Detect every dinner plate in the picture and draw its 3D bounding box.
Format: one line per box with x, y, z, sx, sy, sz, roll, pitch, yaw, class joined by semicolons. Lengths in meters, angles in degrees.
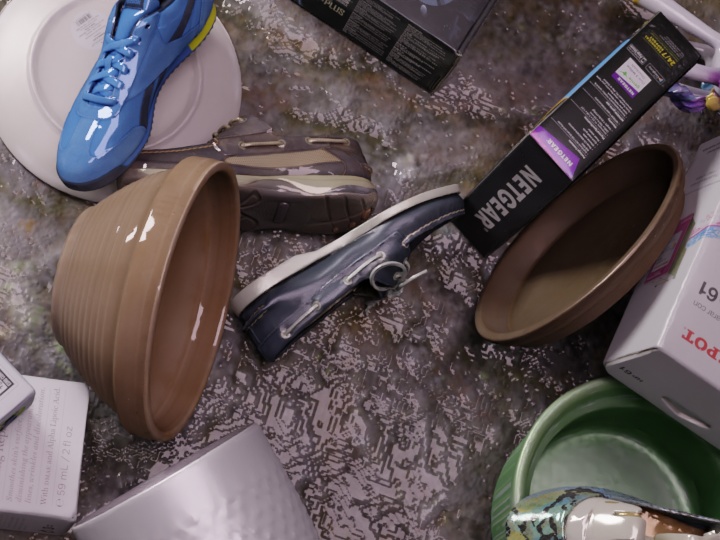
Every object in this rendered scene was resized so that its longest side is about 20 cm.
-0.187;-0.149;1.501;0.199;0.024;0.201;5;71;-13;dinner plate

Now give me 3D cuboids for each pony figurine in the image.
0.303;-0.145;1.558;0.199;0.167;0.193;18;36;-2;pony figurine

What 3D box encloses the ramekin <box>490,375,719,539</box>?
0.193;0.184;1.458;0.199;0.098;0.201;4;72;-14;ramekin

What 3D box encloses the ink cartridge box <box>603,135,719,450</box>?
0.284;0.018;1.425;0.144;0.085;0.200;32;69;-14;ink cartridge box

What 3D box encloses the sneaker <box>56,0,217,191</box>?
-0.174;-0.153;1.442;0.066;0.079;0.200;17;65;24;sneaker

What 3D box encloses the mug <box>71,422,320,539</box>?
-0.114;0.228;1.352;0.200;0.148;0.176;-30;90;9;mug

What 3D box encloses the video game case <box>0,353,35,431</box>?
-0.350;0.072;1.303;0.200;0.045;0.181;46;67;4;video game case

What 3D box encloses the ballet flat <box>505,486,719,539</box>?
0.203;0.188;1.370;0.199;0.074;0.074;10;71;-11;ballet flat

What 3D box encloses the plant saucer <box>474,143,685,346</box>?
0.167;-0.014;1.465;0.029;0.200;0.200;45;67;-16;plant saucer

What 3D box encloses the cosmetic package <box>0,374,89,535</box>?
-0.294;0.120;1.363;0.199;0.074;0.102;8;71;-14;cosmetic package

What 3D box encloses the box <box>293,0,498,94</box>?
0.026;-0.269;1.560;0.200;0.086;0.164;34;69;-3;box

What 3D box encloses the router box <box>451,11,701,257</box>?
0.157;-0.098;1.481;0.051;0.200;0.149;46;68;2;router box

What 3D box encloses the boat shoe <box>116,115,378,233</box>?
-0.087;-0.073;1.486;0.199;0.075;0.074;5;58;-18;boat shoe

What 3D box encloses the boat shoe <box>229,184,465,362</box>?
0.000;0.000;1.477;0.200;0.075;0.062;-29;81;-20;boat shoe

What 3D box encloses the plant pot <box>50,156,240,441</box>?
-0.156;0.013;1.376;0.092;0.201;0.201;12;69;9;plant pot
